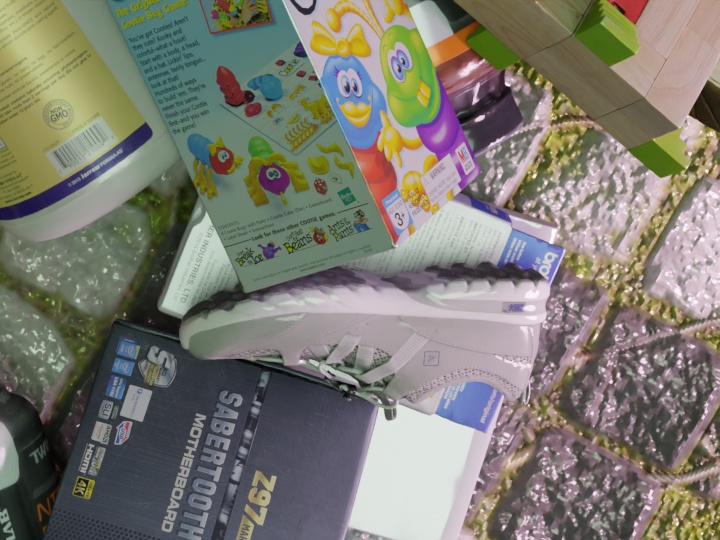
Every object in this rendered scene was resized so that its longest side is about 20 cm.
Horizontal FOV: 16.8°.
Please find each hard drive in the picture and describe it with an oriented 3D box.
[{"bbox_3d":[0.020,0.051,1.394,0.131,0.027,0.201,16,100,-5],"label":"hard drive"}]

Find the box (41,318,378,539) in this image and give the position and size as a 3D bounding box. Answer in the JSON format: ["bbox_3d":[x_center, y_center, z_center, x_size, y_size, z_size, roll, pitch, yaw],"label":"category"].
[{"bbox_3d":[-0.089,0.143,1.322,0.157,0.051,0.201,18,67,-2],"label":"box"}]

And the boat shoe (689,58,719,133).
[{"bbox_3d":[0.152,-0.154,1.342,0.200,0.072,0.066,38,70,1],"label":"boat shoe"}]

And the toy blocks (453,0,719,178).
[{"bbox_3d":[0.127,-0.166,1.260,0.200,0.100,0.137,39,66,-15],"label":"toy blocks"}]

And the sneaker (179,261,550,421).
[{"bbox_3d":[0.003,0.042,1.300,0.198,0.075,0.083,-1,100,-2],"label":"sneaker"}]

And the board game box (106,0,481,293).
[{"bbox_3d":[-0.039,-0.109,1.235,0.104,0.103,0.201,-15,106,36],"label":"board game box"}]

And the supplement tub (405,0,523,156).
[{"bbox_3d":[0.017,-0.154,1.312,0.106,0.107,0.201,-25,101,3],"label":"supplement tub"}]

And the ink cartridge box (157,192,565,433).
[{"bbox_3d":[0.000,0.000,1.350,0.199,0.042,0.120,22,100,-4],"label":"ink cartridge box"}]

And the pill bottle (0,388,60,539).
[{"bbox_3d":[-0.216,0.140,1.361,0.105,0.106,0.201,-15,102,1],"label":"pill bottle"}]

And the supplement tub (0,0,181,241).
[{"bbox_3d":[-0.179,-0.132,1.278,0.145,0.145,0.201,-33,108,4],"label":"supplement tub"}]
